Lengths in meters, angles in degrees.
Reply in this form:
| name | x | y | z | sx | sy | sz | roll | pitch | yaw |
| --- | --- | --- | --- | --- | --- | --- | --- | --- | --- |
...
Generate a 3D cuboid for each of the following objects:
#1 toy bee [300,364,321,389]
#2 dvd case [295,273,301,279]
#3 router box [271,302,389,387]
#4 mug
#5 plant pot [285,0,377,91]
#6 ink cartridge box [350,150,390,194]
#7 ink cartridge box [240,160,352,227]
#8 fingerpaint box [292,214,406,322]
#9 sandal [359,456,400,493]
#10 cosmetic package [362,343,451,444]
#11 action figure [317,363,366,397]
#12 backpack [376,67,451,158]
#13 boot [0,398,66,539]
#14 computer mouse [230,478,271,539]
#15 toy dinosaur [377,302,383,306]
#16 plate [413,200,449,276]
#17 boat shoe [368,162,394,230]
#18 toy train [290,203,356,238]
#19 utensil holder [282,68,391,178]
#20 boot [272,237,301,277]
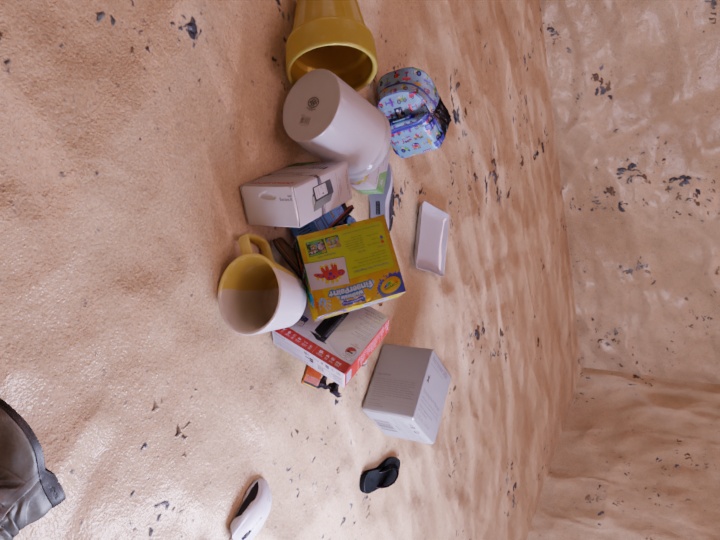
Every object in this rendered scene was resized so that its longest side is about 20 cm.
| name | x | y | z | sx | sy | sz | roll | pitch | yaw |
| --- | --- | --- | --- | --- | --- | --- | --- | --- | --- |
| toy bee | -0.090 | 0.194 | 1.447 | 0.200 | 0.130 | 0.110 | -44 | 168 | -43 |
| dvd case | -0.090 | 0.012 | 1.522 | 0.198 | 0.016 | 0.154 | 10 | 85 | -58 |
| router box | -0.064 | 0.130 | 1.388 | 0.180 | 0.196 | 0.050 | -47 | 152 | -36 |
| mug | -0.177 | 0.035 | 1.275 | 0.152 | 0.145 | 0.193 | 15 | 86 | -64 |
| plant pot | -0.068 | -0.509 | 1.376 | 0.199 | 0.196 | 0.195 | 21 | 59 | -56 |
| ink cartridge box | -0.007 | -0.278 | 1.585 | 0.198 | 0.066 | 0.121 | 24 | 72 | -56 |
| ink cartridge box | -0.130 | -0.161 | 1.326 | 0.199 | 0.142 | 0.087 | -35 | 123 | -50 |
| fingerpaint box | -0.025 | -0.005 | 1.326 | 0.194 | 0.073 | 0.172 | -15 | 82 | -17 |
| sandal | 0.068 | 0.578 | 1.786 | 0.198 | 0.047 | 0.078 | -4 | 96 | -57 |
| cosmetic package | 0.131 | 0.337 | 1.762 | 0.168 | 0.162 | 0.204 | 52 | 49 | -45 |
| action figure | -0.037 | 0.198 | 1.544 | 0.118 | 0.100 | 0.205 | 39 | 61 | -39 |
| backpack | 0.127 | -0.421 | 1.686 | 0.201 | 0.178 | 0.137 | 52 | 44 | -41 |
| boot | -0.492 | 0.283 | 0.860 | 0.130 | 0.066 | 0.205 | -39 | 123 | -43 |
| computer mouse | -0.232 | 0.523 | 1.308 | 0.203 | 0.043 | 0.111 | -62 | 139 | -34 |
| toy dinosaur | 0.000 | 0.000 | 1.518 | 0.102 | 0.135 | 0.202 | 45 | 13 | -32 |
| plate | 0.216 | -0.095 | 1.988 | 0.198 | 0.031 | 0.207 | 15 | 80 | -58 |
| boat shoe | 0.064 | -0.190 | 1.709 | 0.066 | 0.068 | 0.207 | -16 | 106 | -63 |
| toy train | -0.075 | -0.101 | 1.463 | 0.116 | 0.085 | 0.200 | 60 | 34 | -14 |
| utensil holder | -0.050 | -0.318 | 1.391 | 0.198 | 0.166 | 0.176 | 24 | 72 | -55 |
| boot | -0.103 | -0.011 | 1.376 | 0.199 | 0.074 | 0.076 | 43 | 90 | -8 |
